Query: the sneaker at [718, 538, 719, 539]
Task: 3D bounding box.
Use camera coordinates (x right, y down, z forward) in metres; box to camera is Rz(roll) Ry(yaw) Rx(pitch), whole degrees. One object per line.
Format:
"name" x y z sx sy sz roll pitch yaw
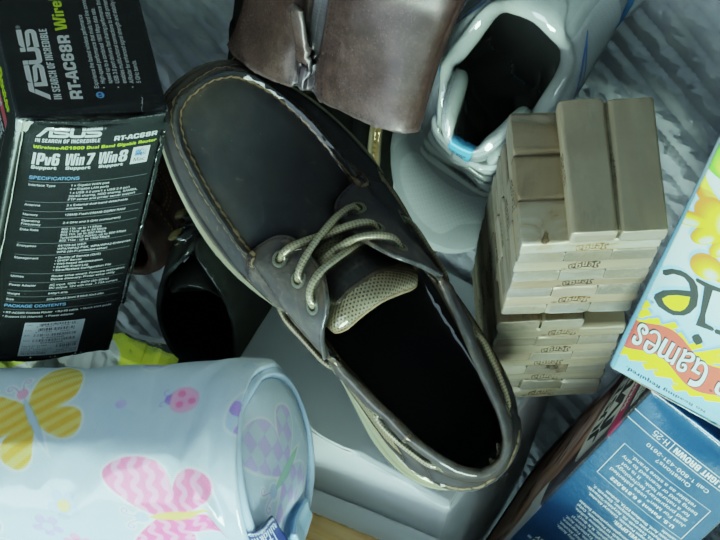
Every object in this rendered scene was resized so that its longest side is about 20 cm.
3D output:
"sneaker" 0.173 0.094 0.951 0.104 0.076 0.200 -22 145 6

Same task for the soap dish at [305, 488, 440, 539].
"soap dish" 0.000 0.180 1.127 0.199 0.081 0.158 20 135 23

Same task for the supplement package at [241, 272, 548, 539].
"supplement package" -0.001 0.101 1.214 0.121 0.120 0.201 29 139 13

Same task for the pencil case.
"pencil case" -0.118 0.081 1.079 0.199 0.083 0.091 -2 144 18

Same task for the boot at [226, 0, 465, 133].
"boot" 0.040 -0.129 0.966 0.199 0.072 0.167 24 111 36

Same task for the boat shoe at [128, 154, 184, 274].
"boat shoe" -0.159 -0.056 1.222 0.199 0.070 0.071 20 138 22

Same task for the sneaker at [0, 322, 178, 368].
"sneaker" -0.149 0.044 1.265 0.084 0.075 0.200 -1 152 45

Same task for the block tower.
"block tower" 0.078 -0.005 1.048 0.054 0.058 0.200 -2 159 -4

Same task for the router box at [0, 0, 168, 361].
"router box" -0.137 -0.087 1.092 0.062 0.201 0.150 -4 143 -19

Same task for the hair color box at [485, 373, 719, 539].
"hair color box" 0.118 0.085 1.129 0.060 0.100 0.200 37 139 1

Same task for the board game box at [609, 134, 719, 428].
"board game box" 0.182 -0.032 0.971 0.103 0.105 0.200 29 139 9

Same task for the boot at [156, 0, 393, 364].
"boot" -0.038 -0.060 1.077 0.077 0.138 0.201 14 134 25

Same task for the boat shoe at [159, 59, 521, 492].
"boat shoe" 0.000 0.000 1.024 0.200 0.074 0.073 49 172 -9

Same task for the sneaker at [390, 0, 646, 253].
"sneaker" 0.047 -0.064 1.054 0.075 0.087 0.200 30 140 6
